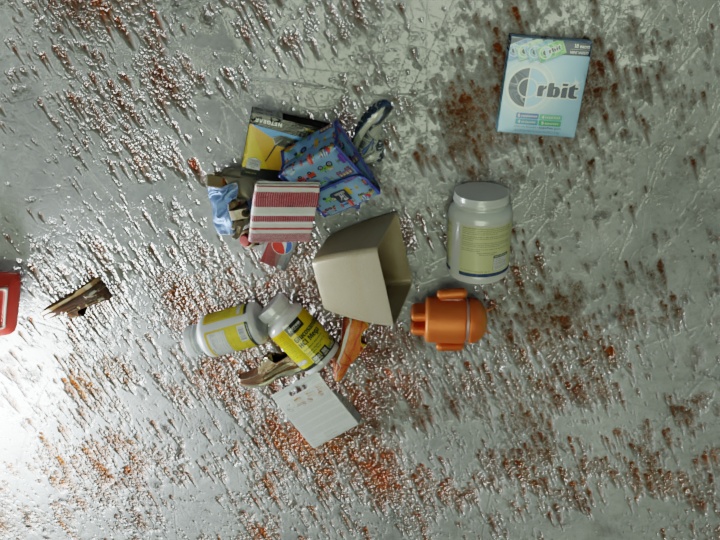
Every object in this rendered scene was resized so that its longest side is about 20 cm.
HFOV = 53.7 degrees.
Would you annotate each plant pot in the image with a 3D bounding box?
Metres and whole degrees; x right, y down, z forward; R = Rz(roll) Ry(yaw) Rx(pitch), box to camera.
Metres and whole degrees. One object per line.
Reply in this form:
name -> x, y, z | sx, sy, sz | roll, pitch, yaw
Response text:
plant pot -> 0.000, 0.000, 1.662 | 0.176, 0.200, 0.201 | -4, 117, 19

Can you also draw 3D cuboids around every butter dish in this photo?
butter dish -> -0.987, 0.065, 1.805 | 0.199, 0.148, 0.201 | -9, 128, -41

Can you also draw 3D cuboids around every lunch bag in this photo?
lunch bag -> -0.060, -0.204, 1.564 | 0.150, 0.094, 0.200 | -24, 133, 22

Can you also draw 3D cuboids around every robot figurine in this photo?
robot figurine -> 0.223, 0.122, 1.742 | 0.199, 0.117, 0.145 | 1, 78, 4

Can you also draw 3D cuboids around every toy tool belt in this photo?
toy tool belt -> -0.298, -0.134, 1.631 | 0.124, 0.123, 0.201 | -2, 109, 28

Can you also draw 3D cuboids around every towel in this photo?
towel -> -0.170, -0.128, 1.566 | 0.143, 0.023, 0.200 | -2, 146, -15

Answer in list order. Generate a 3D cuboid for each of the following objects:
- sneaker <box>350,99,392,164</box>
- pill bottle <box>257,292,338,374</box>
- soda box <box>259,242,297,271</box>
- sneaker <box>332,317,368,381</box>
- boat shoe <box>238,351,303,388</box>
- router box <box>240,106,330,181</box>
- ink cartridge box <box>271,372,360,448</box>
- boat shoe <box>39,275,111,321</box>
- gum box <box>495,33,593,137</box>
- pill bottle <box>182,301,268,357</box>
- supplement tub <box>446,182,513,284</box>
sneaker -> 0.023, -0.288, 1.579 | 0.085, 0.077, 0.200 | 28, 125, -14
pill bottle -> -0.159, 0.156, 1.786 | 0.112, 0.113, 0.200 | -39, 102, 21
soda box -> -0.171, -0.102, 1.688 | 0.070, 0.063, 0.201 | 23, 116, -9
sneaker -> -0.027, 0.210, 1.833 | 0.077, 0.073, 0.201 | 10, 123, -16
boat shoe -> -0.233, 0.248, 1.872 | 0.199, 0.076, 0.072 | -20, 110, 4
router box -> -0.158, -0.270, 1.592 | 0.199, 0.051, 0.150 | 10, 118, -12
ink cartridge box -> -0.120, 0.372, 1.941 | 0.160, 0.047, 0.200 | -31, 105, 19
boat shoe -> -0.732, 0.089, 1.827 | 0.199, 0.070, 0.071 | -26, 108, 16
gum box -> 0.385, -0.390, 1.506 | 0.169, 0.045, 0.201 | 5, 116, 2
pill bottle -> -0.343, 0.155, 1.806 | 0.199, 0.112, 0.112 | -16, 115, 13
supplement tub -> 0.269, -0.086, 1.615 | 0.144, 0.145, 0.201 | 1, 117, 4
